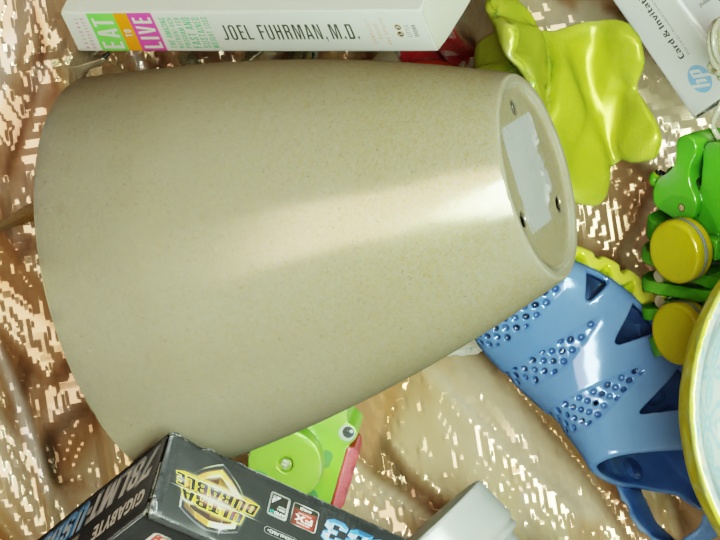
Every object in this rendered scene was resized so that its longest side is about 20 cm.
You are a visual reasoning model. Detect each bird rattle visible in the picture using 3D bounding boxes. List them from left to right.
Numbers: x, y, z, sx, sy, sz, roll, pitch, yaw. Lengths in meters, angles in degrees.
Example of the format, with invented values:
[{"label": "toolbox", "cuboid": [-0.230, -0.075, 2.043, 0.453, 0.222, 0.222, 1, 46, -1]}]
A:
[{"label": "bird rattle", "cuboid": [0.041, -0.095, 1.446, 0.113, 0.200, 0.163, 29, 103, -41]}]

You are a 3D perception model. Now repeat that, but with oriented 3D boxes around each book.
[{"label": "book", "cuboid": [-0.028, -0.153, 1.430, 0.200, 0.134, 0.048, 2, 133, 30]}]

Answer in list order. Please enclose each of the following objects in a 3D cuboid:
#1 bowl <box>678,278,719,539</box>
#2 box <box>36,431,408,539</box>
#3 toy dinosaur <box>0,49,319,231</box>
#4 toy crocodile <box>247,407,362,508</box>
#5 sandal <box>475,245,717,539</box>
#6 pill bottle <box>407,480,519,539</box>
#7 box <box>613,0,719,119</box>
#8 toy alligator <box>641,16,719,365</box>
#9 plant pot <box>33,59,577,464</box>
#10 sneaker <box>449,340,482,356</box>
[{"label": "bowl", "cuboid": [0.227, 0.063, 1.362, 0.200, 0.108, 0.201, 0, 88, -13]}, {"label": "box", "cuboid": [-0.049, 0.164, 1.383, 0.198, 0.200, 0.050, 26, 56, -19]}, {"label": "toy dinosaur", "cuboid": [-0.104, -0.069, 1.491, 0.200, 0.101, 0.058, -28, 51, -2]}, {"label": "toy crocodile", "cuboid": [-0.034, 0.126, 1.492, 0.062, 0.068, 0.200, 19, 97, 1]}, {"label": "sandal", "cuboid": [0.125, 0.064, 1.454, 0.200, 0.087, 0.079, 38, 130, -13]}, {"label": "pill bottle", "cuboid": [0.094, 0.205, 1.471, 0.112, 0.112, 0.200, -43, 88, 1]}, {"label": "box", "cuboid": [0.163, -0.194, 1.467, 0.156, 0.041, 0.200, -34, 88, -38]}, {"label": "toy alligator", "cuboid": [0.156, -0.024, 1.406, 0.054, 0.059, 0.200, 11, 110, 44]}, {"label": "plant pot", "cuboid": [-0.013, -0.019, 1.331, 0.200, 0.187, 0.188, -14, 89, 22]}, {"label": "sneaker", "cuboid": [0.000, 0.000, 1.492, 0.200, 0.081, 0.075, 8, 88, 0]}]
